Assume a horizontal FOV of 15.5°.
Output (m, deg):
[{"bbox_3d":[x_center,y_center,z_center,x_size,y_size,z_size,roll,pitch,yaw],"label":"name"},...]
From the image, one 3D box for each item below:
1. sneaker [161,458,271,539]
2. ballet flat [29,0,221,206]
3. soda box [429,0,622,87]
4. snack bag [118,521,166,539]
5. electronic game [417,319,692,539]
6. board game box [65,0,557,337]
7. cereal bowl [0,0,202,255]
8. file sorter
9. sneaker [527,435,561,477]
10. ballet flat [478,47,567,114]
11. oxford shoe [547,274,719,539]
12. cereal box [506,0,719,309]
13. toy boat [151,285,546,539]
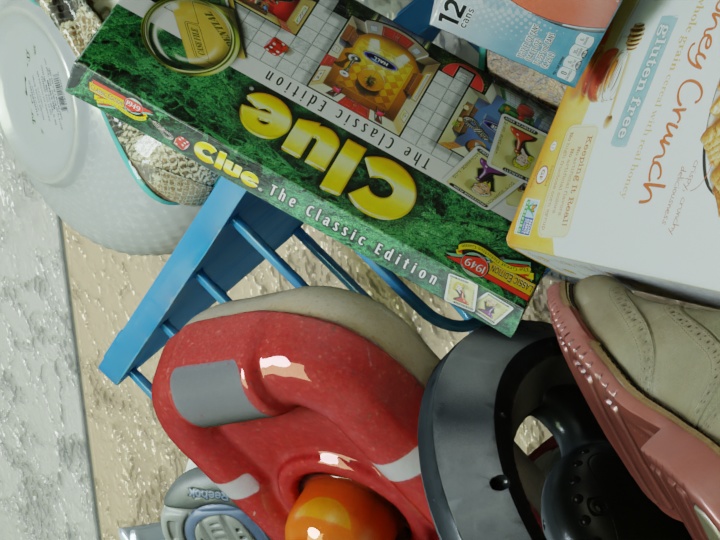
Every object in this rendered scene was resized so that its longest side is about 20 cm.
[{"bbox_3d":[-0.026,0.145,1.281,0.074,0.087,0.200,-11,127,19],"label":"sneaker"},{"bbox_3d":[-0.106,-0.121,1.134,0.075,0.068,0.200,-47,69,30],"label":"ballet flat"},{"bbox_3d":[0.094,-0.170,0.962,0.068,0.063,0.200,-78,13,-57],"label":"soda box"},{"bbox_3d":[-0.049,0.215,1.319,0.021,0.188,0.201,-20,83,20],"label":"snack bag"},{"bbox_3d":[0.102,0.104,1.018,0.042,0.200,0.200,-43,67,33],"label":"electronic game"},{"bbox_3d":[-0.006,-0.061,1.051,0.199,0.105,0.023,29,143,1],"label":"board game box"},{"bbox_3d":[-0.137,-0.101,1.378,0.200,0.083,0.201,29,127,48],"label":"cereal bowl"},{"bbox_3d":[0.000,0.000,1.160,0.123,0.139,0.200,44,142,5],"label":"file sorter"},{"bbox_3d":[0.110,0.151,1.148,0.082,0.078,0.201,24,133,44],"label":"sneaker"},{"bbox_3d":[0.088,-0.151,1.051,0.067,0.068,0.201,20,129,31],"label":"ballet flat"},{"bbox_3d":[0.123,0.044,0.900,0.071,0.075,0.200,58,178,-29],"label":"oxford shoe"},{"bbox_3d":[0.143,-0.057,0.942,0.200,0.039,0.144,12,79,60],"label":"cereal box"},{"bbox_3d":[-0.008,0.109,1.056,0.130,0.131,0.200,-12,129,46],"label":"toy boat"}]
